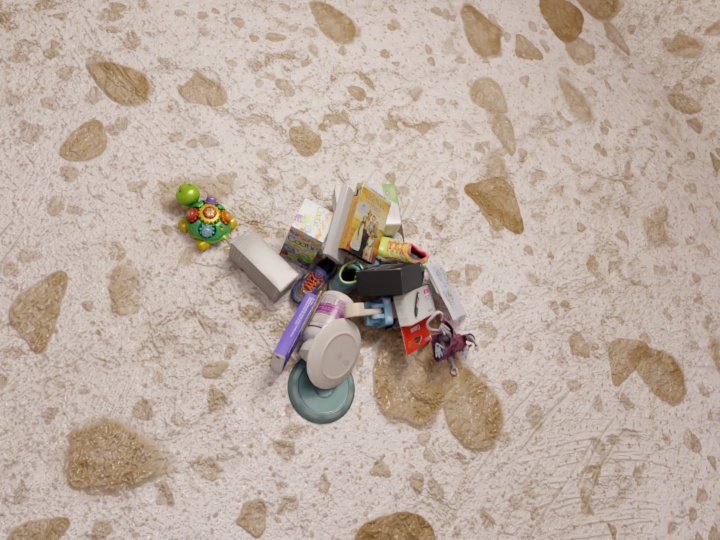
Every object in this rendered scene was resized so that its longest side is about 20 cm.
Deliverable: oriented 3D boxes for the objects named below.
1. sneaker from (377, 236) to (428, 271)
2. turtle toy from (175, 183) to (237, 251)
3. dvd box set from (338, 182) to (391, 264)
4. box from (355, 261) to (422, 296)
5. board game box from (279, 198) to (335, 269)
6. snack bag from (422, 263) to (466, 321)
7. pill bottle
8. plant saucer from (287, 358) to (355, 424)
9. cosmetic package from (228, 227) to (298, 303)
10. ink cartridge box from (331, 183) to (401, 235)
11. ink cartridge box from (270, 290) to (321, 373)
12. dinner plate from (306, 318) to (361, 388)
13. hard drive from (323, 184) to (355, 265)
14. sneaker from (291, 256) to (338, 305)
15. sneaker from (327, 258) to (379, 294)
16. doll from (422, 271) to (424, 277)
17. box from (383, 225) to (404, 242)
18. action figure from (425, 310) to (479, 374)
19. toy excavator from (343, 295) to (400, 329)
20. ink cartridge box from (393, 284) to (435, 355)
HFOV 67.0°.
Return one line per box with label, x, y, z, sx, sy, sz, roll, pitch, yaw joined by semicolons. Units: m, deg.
sneaker;0.125;-0.064;1.693;0.198;0.090;0.079;19;65;-7
turtle toy;-0.455;-0.163;1.574;0.200;0.101;0.146;45;61;3
dvd box set;0.017;-0.134;1.591;0.146;0.029;0.202;28;75;-47
box;0.089;0.024;1.598;0.200;0.140;0.080;-15;98;-66
board game box;-0.158;-0.103;1.598;0.102;0.200;0.106;27;61;-7
snack bag;0.269;0.066;1.712;0.021;0.188;0.202;-30;80;18
pill bottle;-0.097;0.166;1.549;0.111;0.112;0.201;29;57;-5
plant saucer;-0.106;0.327;1.536;0.198;0.027;0.203;7;66;-16
cosmetic package;-0.281;-0.013;1.572;0.200;0.107;0.090;46;61;5
ink cartridge box;0.015;-0.189;1.710;0.197;0.084;0.147;-2;69;-13
ink cartridge box;-0.178;0.162;1.480;0.043;0.200;0.199;27;61;-1
dinner plate;-0.064;0.231;1.489;0.199;0.024;0.203;-19;118;-41
hard drive;-0.051;-0.128;1.567;0.026;0.132;0.202;13;82;19
sneaker;-0.135;0.020;1.624;0.075;0.079;0.200;38;61;0
sneaker;0.000;0.000;1.650;0.199;0.131;0.080;-37;84;-29
doll;0.152;0.059;1.726;0.135;0.049;0.202;18;64;-10
box;0.057;-0.147;1.781;0.158;0.044;0.202;1;68;-18
action figure;0.276;0.223;1.665;0.199;0.134;0.150;14;36;-55
toy excavator;0.035;0.124;1.580;0.197;0.194;0.101;-5;80;-15
ink cartridge box;0.172;0.142;1.617;0.199;0.043;0.176;-14;90;-61
